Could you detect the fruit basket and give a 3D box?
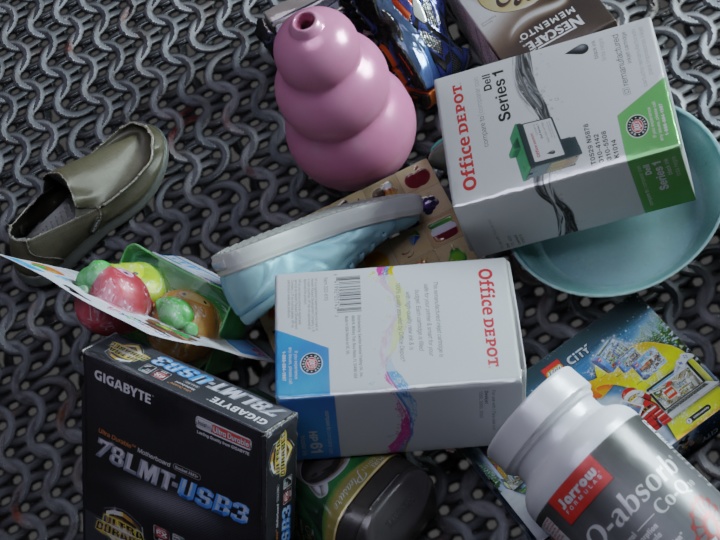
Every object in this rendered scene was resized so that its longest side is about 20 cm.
[{"bbox_3d":[-0.190,0.026,1.649,0.184,0.200,0.094,25,89,32],"label":"fruit basket"}]

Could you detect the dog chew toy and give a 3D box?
[{"bbox_3d":[-0.022,-0.163,1.720,0.124,0.200,0.125,-9,54,13],"label":"dog chew toy"}]

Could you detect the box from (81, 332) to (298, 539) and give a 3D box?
[{"bbox_3d":[-0.142,0.175,1.541,0.199,0.200,0.050,21,33,30],"label":"box"}]

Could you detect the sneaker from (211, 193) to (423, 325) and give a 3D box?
[{"bbox_3d":[-0.030,-0.009,1.659,0.199,0.083,0.074,-20,9,-14],"label":"sneaker"}]

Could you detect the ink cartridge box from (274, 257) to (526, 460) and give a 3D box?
[{"bbox_3d":[0.032,0.072,1.546,0.198,0.085,0.145,-5,43,2],"label":"ink cartridge box"}]

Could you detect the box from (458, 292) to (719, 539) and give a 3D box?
[{"bbox_3d":[0.191,0.126,1.553,0.199,0.038,0.137,-35,53,-6],"label":"box"}]

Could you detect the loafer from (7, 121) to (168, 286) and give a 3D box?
[{"bbox_3d":[-0.264,-0.073,1.824,0.075,0.070,0.200,29,70,32],"label":"loafer"}]

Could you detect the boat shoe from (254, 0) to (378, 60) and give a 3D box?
[{"bbox_3d":[0.003,-0.244,1.859,0.199,0.075,0.093,-28,71,-3],"label":"boat shoe"}]

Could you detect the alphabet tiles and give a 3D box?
[{"bbox_3d":[0.000,0.000,1.678,0.199,0.008,0.168,-26,52,0],"label":"alphabet tiles"}]

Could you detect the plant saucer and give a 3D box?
[{"bbox_3d":[0.221,-0.057,1.631,0.198,0.036,0.201,-10,57,16],"label":"plant saucer"}]

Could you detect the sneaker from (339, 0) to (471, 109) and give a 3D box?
[{"bbox_3d":[0.037,-0.255,1.806,0.078,0.201,0.075,-32,8,-25],"label":"sneaker"}]

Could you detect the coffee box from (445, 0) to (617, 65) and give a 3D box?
[{"bbox_3d":[0.155,-0.247,1.792,0.113,0.080,0.201,-29,53,-2],"label":"coffee box"}]

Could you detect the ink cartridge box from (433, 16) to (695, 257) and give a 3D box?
[{"bbox_3d":[0.171,-0.112,1.610,0.199,0.084,0.147,-15,55,12],"label":"ink cartridge box"}]

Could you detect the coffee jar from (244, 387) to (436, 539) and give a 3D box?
[{"bbox_3d":[-0.039,0.179,1.563,0.199,0.086,0.104,22,51,30],"label":"coffee jar"}]

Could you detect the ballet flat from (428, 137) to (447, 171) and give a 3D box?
[{"bbox_3d":[0.160,-0.114,1.712,0.199,0.067,0.064,-19,64,7],"label":"ballet flat"}]

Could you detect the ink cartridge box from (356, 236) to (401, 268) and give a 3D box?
[{"bbox_3d":[0.000,0.055,1.667,0.119,0.042,0.201,-25,54,2],"label":"ink cartridge box"}]

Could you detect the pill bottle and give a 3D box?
[{"bbox_3d":[0.198,0.176,1.435,0.116,0.116,0.200,-43,74,-12],"label":"pill bottle"}]
